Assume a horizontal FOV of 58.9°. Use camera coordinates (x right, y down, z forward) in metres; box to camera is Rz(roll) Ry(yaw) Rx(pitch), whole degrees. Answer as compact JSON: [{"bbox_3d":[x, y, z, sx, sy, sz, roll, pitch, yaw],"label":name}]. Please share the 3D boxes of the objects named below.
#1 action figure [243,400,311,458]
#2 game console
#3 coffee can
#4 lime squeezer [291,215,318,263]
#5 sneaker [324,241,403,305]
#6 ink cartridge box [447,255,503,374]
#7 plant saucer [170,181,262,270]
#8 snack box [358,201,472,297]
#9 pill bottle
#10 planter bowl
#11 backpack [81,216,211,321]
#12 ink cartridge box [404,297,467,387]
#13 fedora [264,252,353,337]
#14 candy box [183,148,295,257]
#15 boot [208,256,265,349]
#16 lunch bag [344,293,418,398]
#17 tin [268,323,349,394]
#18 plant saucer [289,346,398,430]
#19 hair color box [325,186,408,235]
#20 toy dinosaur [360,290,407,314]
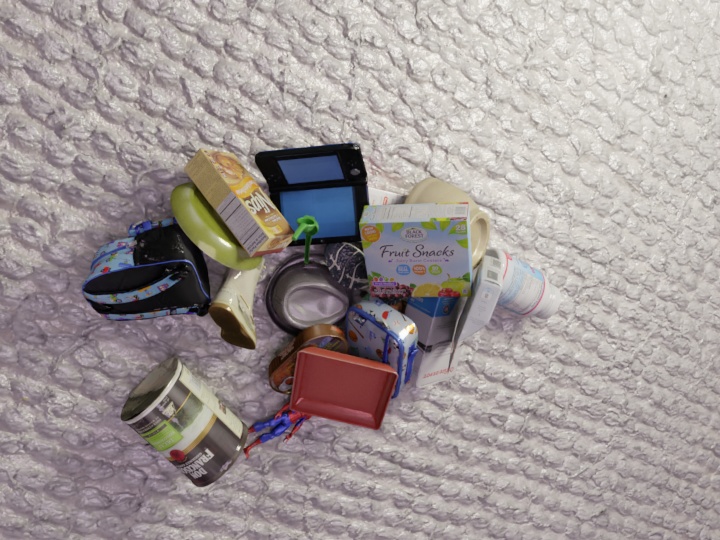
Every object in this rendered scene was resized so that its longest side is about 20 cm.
[{"bbox_3d":[-0.163,0.320,1.341,0.197,0.052,0.067,-31,107,-14],"label":"action figure"},{"bbox_3d":[-0.085,-0.136,1.182,0.194,0.171,0.121,-4,69,8],"label":"game console"},{"bbox_3d":[-0.332,0.289,1.214,0.146,0.146,0.201,-42,113,-6],"label":"coffee can"},{"bbox_3d":[-0.104,-0.069,1.165,0.037,0.200,0.072,29,82,6],"label":"lime squeezer"},{"bbox_3d":[0.000,0.000,1.305,0.198,0.087,0.078,35,100,-26],"label":"sneaker"},{"bbox_3d":[0.223,0.088,1.235,0.046,0.160,0.204,18,110,6],"label":"ink cartridge box"},{"bbox_3d":[-0.244,-0.088,1.130,0.199,0.202,0.031,38,114,-25],"label":"plant saucer"},{"bbox_3d":[0.106,-0.036,1.178,0.195,0.068,0.172,-1,126,13],"label":"snack box"},{"bbox_3d":[0.353,0.036,1.434,0.197,0.109,0.111,25,94,-24],"label":"pill bottle"},{"bbox_3d":[0.178,-0.073,1.280,0.199,0.133,0.205,-31,130,-45],"label":"planter bowl"},{"bbox_3d":[-0.374,0.005,1.110,0.195,0.137,0.184,-11,151,-4],"label":"backpack"},{"bbox_3d":[0.157,0.130,1.358,0.143,0.083,0.205,-3,112,-47],"label":"ink cartridge box"},{"bbox_3d":[-0.091,0.060,1.280,0.195,0.090,0.181,10,99,-23],"label":"fedora"},{"bbox_3d":[-0.210,-0.120,1.128,0.055,0.115,0.201,-42,81,18],"label":"candy box"},{"bbox_3d":[-0.225,0.052,1.228,0.070,0.201,0.158,7,61,9],"label":"boot"},{"bbox_3d":[0.042,0.153,1.274,0.075,0.159,0.203,-35,144,-33],"label":"lunch bag"},{"bbox_3d":[-0.106,0.180,1.283,0.111,0.042,0.200,28,122,-33],"label":"tin"},{"bbox_3d":[-0.036,0.230,1.267,0.194,0.037,0.203,13,133,-1],"label":"plant saucer"},{"bbox_3d":[0.023,-0.112,1.298,0.195,0.064,0.114,11,98,-21],"label":"hair color box"},{"bbox_3d":[0.092,0.090,1.374,0.196,0.060,0.109,14,96,-23],"label":"toy dinosaur"}]
